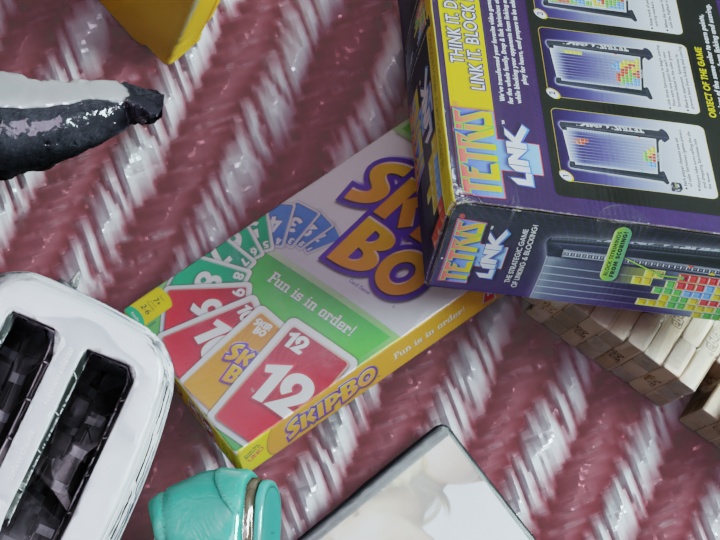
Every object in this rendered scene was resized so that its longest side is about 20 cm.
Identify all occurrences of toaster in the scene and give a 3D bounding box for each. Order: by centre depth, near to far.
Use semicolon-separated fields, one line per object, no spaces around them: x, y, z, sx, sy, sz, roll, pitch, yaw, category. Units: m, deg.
-0.147;0.083;1.104;0.113;0.129;0.201;27;74;-6;toaster

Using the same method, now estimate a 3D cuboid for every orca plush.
-0.190;-0.059;1.173;0.198;0.072;0.105;-5;35;-18;orca plush

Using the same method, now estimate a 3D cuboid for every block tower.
0.171;0.045;1.221;0.199;0.054;0.058;37;74;-3;block tower

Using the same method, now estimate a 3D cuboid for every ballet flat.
-0.069;0.187;1.122;0.070;0.067;0.202;-4;77;13;ballet flat

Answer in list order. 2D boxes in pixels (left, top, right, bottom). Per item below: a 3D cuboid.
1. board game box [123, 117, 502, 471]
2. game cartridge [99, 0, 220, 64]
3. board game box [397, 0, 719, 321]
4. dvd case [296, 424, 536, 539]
0.000;0.000;1.182;0.199;0.030;0.096;-33;60;-14;board game box
-0.122;-0.185;1.130;0.032;0.200;0.176;-42;90;-14;game cartridge
0.106;-0.071;1.184;0.164;0.057;0.201;6;45;-10;board game box
0.006;0.185;1.174;0.200;0.018;0.143;-38;89;-17;dvd case
